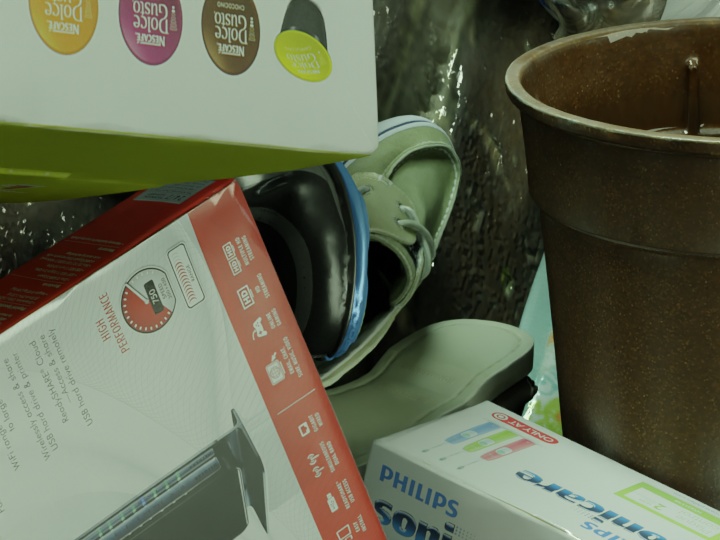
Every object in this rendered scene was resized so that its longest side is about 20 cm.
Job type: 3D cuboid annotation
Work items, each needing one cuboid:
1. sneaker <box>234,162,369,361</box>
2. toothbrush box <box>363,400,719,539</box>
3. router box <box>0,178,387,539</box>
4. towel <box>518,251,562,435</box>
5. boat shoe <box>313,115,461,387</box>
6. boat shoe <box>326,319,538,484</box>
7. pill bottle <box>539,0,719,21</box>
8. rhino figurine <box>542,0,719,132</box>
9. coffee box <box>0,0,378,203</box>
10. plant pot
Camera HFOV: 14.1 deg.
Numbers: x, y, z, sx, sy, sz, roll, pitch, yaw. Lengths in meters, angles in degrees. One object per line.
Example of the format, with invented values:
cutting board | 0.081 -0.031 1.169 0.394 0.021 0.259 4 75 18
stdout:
sneaker | -0.063 -0.050 1.133 0.082 0.071 0.200 -25 83 -36
toothbrush box | 0.064 0.176 1.176 0.086 0.145 0.201 -16 123 -52
router box | -0.088 0.094 1.071 0.179 0.049 0.201 -35 115 -28
towel | 0.159 0.042 1.370 0.048 0.170 0.201 99 10 -58
boat shoe | 0.000 0.000 1.237 0.200 0.062 0.072 -51 126 -43
boat shoe | 0.003 0.081 1.224 0.201 0.072 0.061 -26 124 -44
pill bottle | 0.111 -0.181 1.370 0.200 0.112 0.113 45 52 -40
rhino figurine | 0.126 -0.064 1.319 0.060 0.087 0.201 -82 159 -80
coffee box | -0.131 -0.129 0.958 0.199 0.199 0.199 3 84 -53
plant pot | 0.159 0.013 1.216 0.200 0.199 0.199 -25 120 -52
